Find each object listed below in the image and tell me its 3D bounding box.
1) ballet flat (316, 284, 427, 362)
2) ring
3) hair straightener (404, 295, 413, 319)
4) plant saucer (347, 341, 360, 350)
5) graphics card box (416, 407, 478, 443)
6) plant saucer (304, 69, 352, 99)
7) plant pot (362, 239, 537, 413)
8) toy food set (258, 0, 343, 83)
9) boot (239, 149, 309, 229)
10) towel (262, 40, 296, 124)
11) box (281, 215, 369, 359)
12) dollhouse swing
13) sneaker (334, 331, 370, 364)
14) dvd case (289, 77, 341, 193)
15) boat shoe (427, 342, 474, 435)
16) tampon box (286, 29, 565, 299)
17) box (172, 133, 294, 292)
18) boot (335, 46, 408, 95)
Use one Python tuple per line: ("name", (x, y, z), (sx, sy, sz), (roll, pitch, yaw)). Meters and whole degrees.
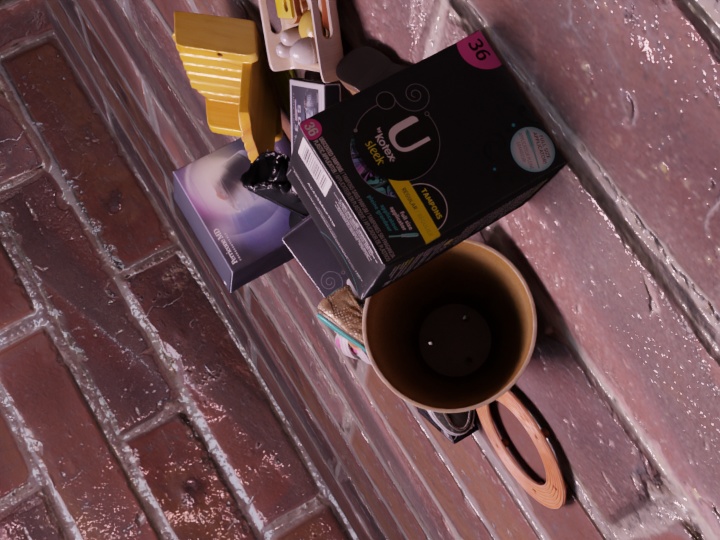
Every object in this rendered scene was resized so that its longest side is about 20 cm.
("ballet flat", (0.037, 0.091, 1.301), (0.200, 0.065, 0.070), (40, 173, -8))
("ring", (0.212, 0.224, 1.365), (0.201, 0.019, 0.201), (55, 164, 25))
("hair straightener", (0.046, -0.029, 1.231), (0.041, 0.077, 0.201), (-66, -5, -61))
("plant saucer", (0.003, 0.017, 1.534), (0.200, 0.037, 0.202), (175, 90, -72))
("graphics card box", (0.100, 0.146, 1.527), (0.125, 0.051, 0.201), (33, 148, 62))
("plant saucer", (-0.010, -0.184, 1.337), (0.201, 0.032, 0.201), (55, 163, 25))
("plant pot", (0.107, 0.072, 1.187), (0.187, 0.186, 0.200), (58, -178, 12))
("toy food set", (-0.081, -0.305, 1.237), (0.200, 0.060, 0.144), (-149, 47, -62))
("boot", (-0.100, -0.107, 1.499), (0.162, 0.074, 0.198), (23, 165, -28))
("towel", (-0.102, -0.245, 1.554), (0.086, 0.018, 0.201), (39, 153, 53))
("box", (0.000, 0.000, 1.376), (0.200, 0.122, 0.106), (53, 180, -5))
("dollhouse swing", (-0.207, -0.243, 1.536), (0.181, 0.177, 0.200), (10, 153, 13))
("sneaker", (0.009, 0.116, 1.658), (0.200, 0.088, 0.082), (-127, 15, -58))
("dvd case", (-0.058, -0.161, 1.284), (0.200, 0.025, 0.151), (-143, 51, -70))
("boat shoe", (0.120, 0.154, 1.430), (0.064, 0.070, 0.201), (-132, 20, -63))
("tampon box", (0.056, -0.096, 0.955), (0.150, 0.199, 0.126), (58, 164, 7))
("box", (-0.178, -0.105, 1.707), (0.201, 0.198, 0.123), (57, 165, 11))
("boot", (0.047, -0.177, 1.126), (0.076, 0.074, 0.200), (49, -179, -42))
